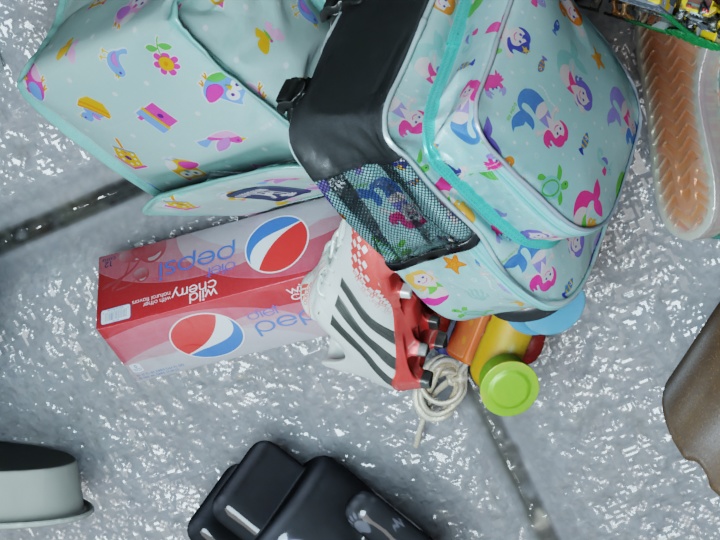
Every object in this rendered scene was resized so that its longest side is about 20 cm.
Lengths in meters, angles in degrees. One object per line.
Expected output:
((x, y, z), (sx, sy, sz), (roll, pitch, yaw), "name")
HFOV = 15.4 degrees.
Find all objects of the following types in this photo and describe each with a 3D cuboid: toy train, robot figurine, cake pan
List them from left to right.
((-0.277, 0.140, 1.778), (0.200, 0.200, 0.037), (3, 93, 9), "cake pan")
((-0.016, 0.204, 1.787), (0.200, 0.150, 0.125), (39, 90, -4), "robot figurine")
((0.084, 0.058, 1.706), (0.085, 0.116, 0.200), (14, 113, -17), "toy train")

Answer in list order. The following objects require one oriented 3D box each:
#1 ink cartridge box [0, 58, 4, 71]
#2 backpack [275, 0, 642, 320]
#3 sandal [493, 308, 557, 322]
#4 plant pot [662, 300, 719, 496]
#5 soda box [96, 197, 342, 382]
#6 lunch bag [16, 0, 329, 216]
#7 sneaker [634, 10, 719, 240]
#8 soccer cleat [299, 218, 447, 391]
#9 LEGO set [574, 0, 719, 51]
((-0.339, -0.190, 1.721), (0.146, 0.083, 0.200), (-15, 107, 15), "ink cartridge box")
((0.072, -0.073, 1.524), (0.150, 0.178, 0.200), (-7, 136, 35), "backpack")
((0.116, -0.048, 1.653), (0.075, 0.200, 0.045), (-3, 147, 25), "sandal")
((0.299, 0.049, 1.640), (0.200, 0.200, 0.198), (34, 119, -3), "plant pot")
((-0.069, 0.010, 1.742), (0.200, 0.063, 0.070), (-14, 140, 16), "soda box")
((-0.082, -0.107, 1.649), (0.170, 0.122, 0.200), (-15, 131, 45), "lunch bag")
((0.223, -0.120, 1.656), (0.071, 0.080, 0.200), (3, 97, 51), "sneaker")
((0.000, 0.000, 1.634), (0.085, 0.069, 0.200), (8, 141, 18), "soccer cleat")
((0.146, -0.216, 1.562), (0.200, 0.154, 0.116), (20, 90, 32), "LEGO set")
